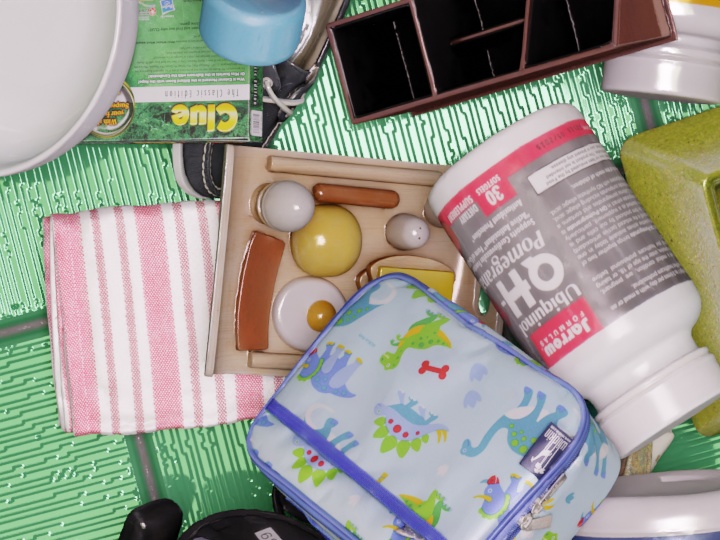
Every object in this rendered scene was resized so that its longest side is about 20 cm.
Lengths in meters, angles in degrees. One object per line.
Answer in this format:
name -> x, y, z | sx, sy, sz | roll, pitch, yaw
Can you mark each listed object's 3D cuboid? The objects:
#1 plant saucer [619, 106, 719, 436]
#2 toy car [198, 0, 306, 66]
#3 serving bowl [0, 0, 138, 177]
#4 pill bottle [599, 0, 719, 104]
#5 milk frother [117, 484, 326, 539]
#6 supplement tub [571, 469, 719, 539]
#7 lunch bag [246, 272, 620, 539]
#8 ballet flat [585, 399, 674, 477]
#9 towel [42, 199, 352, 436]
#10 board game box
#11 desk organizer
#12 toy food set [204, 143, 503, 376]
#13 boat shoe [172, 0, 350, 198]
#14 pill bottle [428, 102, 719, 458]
plant saucer -> 0.283, -0.015, 1.462 | 0.199, 0.048, 0.200 | -19, 100, -12
toy car -> -0.014, -0.244, 1.369 | 0.199, 0.177, 0.185 | -12, 132, -31
serving bowl -> -0.215, -0.157, 1.438 | 0.199, 0.066, 0.201 | 1, 92, 27
pill bottle -> 0.200, -0.208, 1.459 | 0.109, 0.109, 0.201 | 7, 92, -1
milk frother -> -0.053, 0.231, 1.462 | 0.199, 0.181, 0.189 | -3, 130, -28
supplement tub -> 0.191, 0.226, 1.392 | 0.144, 0.144, 0.201 | -5, 91, -1
lunch bag -> 0.039, 0.108, 1.369 | 0.161, 0.082, 0.200 | -48, 51, -5
ballet flat -> 0.173, 0.081, 1.492 | 0.070, 0.071, 0.201 | 6, 92, -1
towel -> -0.101, 0.027, 1.504 | 0.199, 0.030, 0.147 | -5, 92, -3
board game box -> -0.154, -0.131, 1.461 | 0.199, 0.023, 0.105 | 1, 88, 23
desk organizer -> 0.083, -0.147, 1.425 | 0.199, 0.077, 0.072 | -14, 92, 35
toy food set -> 0.000, 0.000, 1.461 | 0.199, 0.060, 0.144 | 4, 92, -22
boat shoe -> -0.057, -0.135, 1.468 | 0.060, 0.075, 0.201 | 21, 94, 38
pill bottle -> 0.136, 0.008, 1.409 | 0.110, 0.111, 0.200 | -33, 80, 0
